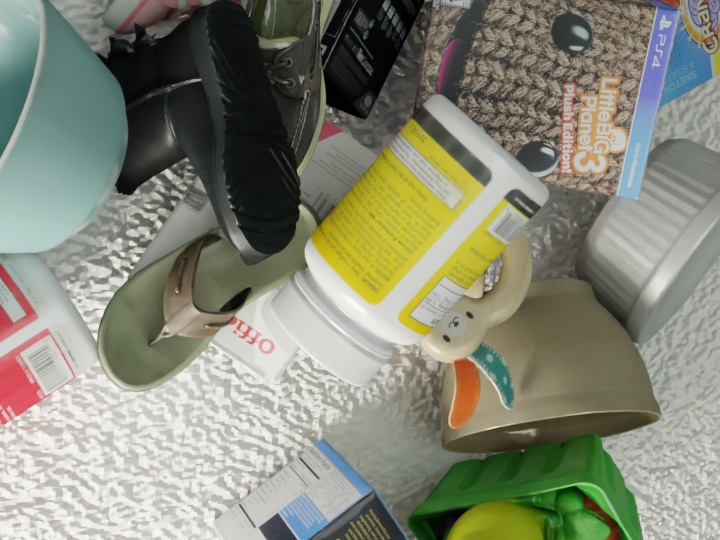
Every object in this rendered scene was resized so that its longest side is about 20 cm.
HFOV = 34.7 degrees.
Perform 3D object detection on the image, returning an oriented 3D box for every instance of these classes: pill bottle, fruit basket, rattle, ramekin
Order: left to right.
[{"bbox_3d":[-0.305,0.075,0.848,0.200,0.112,0.112,-34,113,-18],"label":"pill bottle"},{"bbox_3d":[0.032,-0.019,0.844,0.114,0.114,0.200,37,100,-28],"label":"pill bottle"},{"bbox_3d":[0.092,0.011,0.925,0.130,0.143,0.200,11,65,-18],"label":"rattle"},{"bbox_3d":[0.144,0.253,1.038,0.216,0.215,0.156,-40,114,-16],"label":"fruit basket"},{"bbox_3d":[0.290,-0.035,1.104,0.202,0.094,0.203,-44,159,-22],"label":"ramekin"}]

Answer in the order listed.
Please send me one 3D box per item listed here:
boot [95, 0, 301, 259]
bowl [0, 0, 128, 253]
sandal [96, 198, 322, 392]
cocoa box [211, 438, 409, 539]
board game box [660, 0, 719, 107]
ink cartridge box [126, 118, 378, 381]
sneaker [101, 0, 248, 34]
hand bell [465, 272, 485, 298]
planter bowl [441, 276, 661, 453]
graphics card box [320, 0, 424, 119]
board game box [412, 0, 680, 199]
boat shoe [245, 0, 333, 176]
[{"bbox_3d":[-0.134,-0.093,0.859,0.073,0.162,0.199,-11,87,-49],"label":"boot"},{"bbox_3d":[-0.240,-0.093,0.817,0.105,0.201,0.201,25,87,-41],"label":"bowl"},{"bbox_3d":[-0.114,0.010,0.862,0.201,0.057,0.080,-39,95,-9],"label":"sandal"},{"bbox_3d":[-0.013,0.278,1.018,0.131,0.133,0.200,-36,113,-11],"label":"cocoa box"},{"bbox_3d":[0.341,-0.273,1.164,0.200,0.040,0.153,-30,111,-20],"label":"board game box"},{"bbox_3d":[-0.077,-0.030,0.942,0.146,0.083,0.200,35,82,-6],"label":"ink cartridge box"},{"bbox_3d":[-0.102,-0.227,0.916,0.200,0.075,0.105,-43,105,-19],"label":"sneaker"},{"bbox_3d":[0.000,0.000,1.022,0.199,0.104,0.104,5,97,-16],"label":"hand bell"},{"bbox_3d":[0.166,0.086,1.067,0.200,0.200,0.135,3,70,-28],"label":"planter bowl"},{"bbox_3d":[0.012,-0.239,0.957,0.200,0.051,0.125,-65,161,-4],"label":"graphics card box"},{"bbox_3d":[0.151,-0.162,0.984,0.199,0.097,0.160,9,108,4],"label":"board game box"},{"bbox_3d":[-0.062,-0.165,0.863,0.066,0.072,0.201,3,97,-70],"label":"boat shoe"}]
